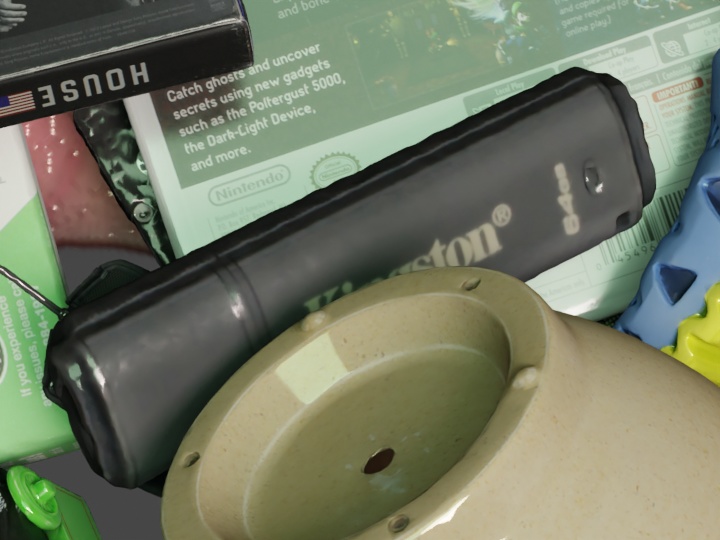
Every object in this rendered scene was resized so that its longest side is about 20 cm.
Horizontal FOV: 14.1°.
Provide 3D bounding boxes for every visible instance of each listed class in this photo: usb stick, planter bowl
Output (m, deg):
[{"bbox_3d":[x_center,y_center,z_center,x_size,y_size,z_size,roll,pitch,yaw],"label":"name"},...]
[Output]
[{"bbox_3d":[0.000,0.000,0.849,0.199,0.033,0.056,-27,107,-22],"label":"usb stick"},{"bbox_3d":[0.029,0.085,0.788,0.200,0.200,0.135,-35,120,-5],"label":"planter bowl"}]

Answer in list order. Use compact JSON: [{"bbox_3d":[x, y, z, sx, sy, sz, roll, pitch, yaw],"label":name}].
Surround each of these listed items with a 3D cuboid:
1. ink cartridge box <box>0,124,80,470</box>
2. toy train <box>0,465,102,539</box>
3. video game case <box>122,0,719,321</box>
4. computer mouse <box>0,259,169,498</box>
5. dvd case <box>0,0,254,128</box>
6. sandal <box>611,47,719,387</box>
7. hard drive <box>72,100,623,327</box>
[{"bbox_3d":[-0.193,0.011,0.897,0.199,0.084,0.147,-16,88,-5],"label":"ink cartridge box"},{"bbox_3d":[-0.069,0.141,0.823,0.042,0.056,0.200,-35,58,13],"label":"toy train"},{"bbox_3d":[0.026,-0.064,0.911,0.199,0.023,0.183,-19,88,-4],"label":"video game case"},{"bbox_3d":[-0.094,0.010,0.840,0.200,0.034,0.059,36,81,-27],"label":"computer mouse"},{"bbox_3d":[-0.125,-0.118,0.882,0.150,0.025,0.201,-14,48,-4],"label":"dvd case"},{"bbox_3d":[0.137,-0.041,0.874,0.087,0.079,0.200,42,97,34],"label":"sandal"},{"bbox_3d":[0.016,0.001,0.935,0.139,0.038,0.200,-32,88,-5],"label":"hard drive"}]
